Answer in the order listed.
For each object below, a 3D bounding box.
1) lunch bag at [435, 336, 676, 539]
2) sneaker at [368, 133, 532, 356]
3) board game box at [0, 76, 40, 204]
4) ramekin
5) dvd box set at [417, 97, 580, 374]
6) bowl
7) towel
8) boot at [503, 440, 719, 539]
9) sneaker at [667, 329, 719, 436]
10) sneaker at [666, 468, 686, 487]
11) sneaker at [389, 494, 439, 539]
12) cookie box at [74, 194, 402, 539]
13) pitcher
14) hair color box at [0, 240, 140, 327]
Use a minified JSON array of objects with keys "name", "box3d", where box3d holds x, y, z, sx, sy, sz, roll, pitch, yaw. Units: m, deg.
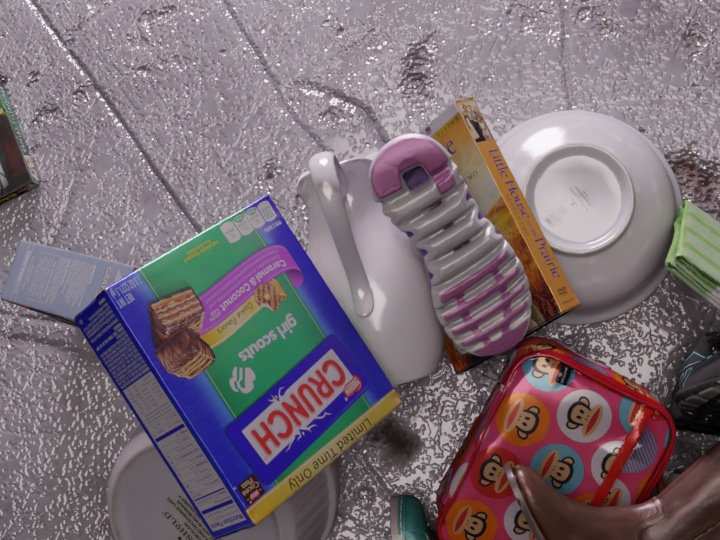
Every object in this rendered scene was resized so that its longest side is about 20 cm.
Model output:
[{"name":"lunch bag","box3d":[0.172,0.175,0.867,0.175,0.082,0.202,26,101,1]},{"name":"sneaker","box3d":[0.076,-0.026,0.845,0.080,0.089,0.201,-28,103,7]},{"name":"board game box","box3d":[-0.406,-0.156,1.043,0.104,0.023,0.202,-24,80,7]},{"name":"ramekin","box3d":[-0.124,0.197,0.880,0.200,0.094,0.205,4,107,14]},{"name":"dvd box set","box3d":[0.092,-0.027,0.901,0.146,0.029,0.202,-36,75,47]},{"name":"bowl","box3d":[0.189,-0.056,0.905,0.198,0.090,0.204,-1,82,8]},{"name":"towel","box3d":[0.337,0.029,0.840,0.199,0.149,0.031,37,117,5]},{"name":"boot","box3d":[0.232,0.165,0.786,0.199,0.064,0.187,-37,112,11]},{"name":"sneaker","box3d":[0.285,0.081,0.818,0.074,0.200,0.080,10,76,6]},{"name":"sneaker","box3d":[0.359,0.191,0.858,0.198,0.075,0.085,21,82,4]},{"name":"sneaker","box3d":[0.079,0.288,0.890,0.079,0.071,0.202,-16,85,2]},{"name":"cookie box","box3d":[-0.090,0.071,0.792,0.171,0.075,0.201,-34,92,-38]},{"name":"pitcher","box3d":[0.000,0.000,0.868,0.120,0.172,0.202,-15,90,10]},{"name":"hair color box","box3d":[-0.213,0.030,0.915,0.198,0.099,0.061,11,79,32]}]
